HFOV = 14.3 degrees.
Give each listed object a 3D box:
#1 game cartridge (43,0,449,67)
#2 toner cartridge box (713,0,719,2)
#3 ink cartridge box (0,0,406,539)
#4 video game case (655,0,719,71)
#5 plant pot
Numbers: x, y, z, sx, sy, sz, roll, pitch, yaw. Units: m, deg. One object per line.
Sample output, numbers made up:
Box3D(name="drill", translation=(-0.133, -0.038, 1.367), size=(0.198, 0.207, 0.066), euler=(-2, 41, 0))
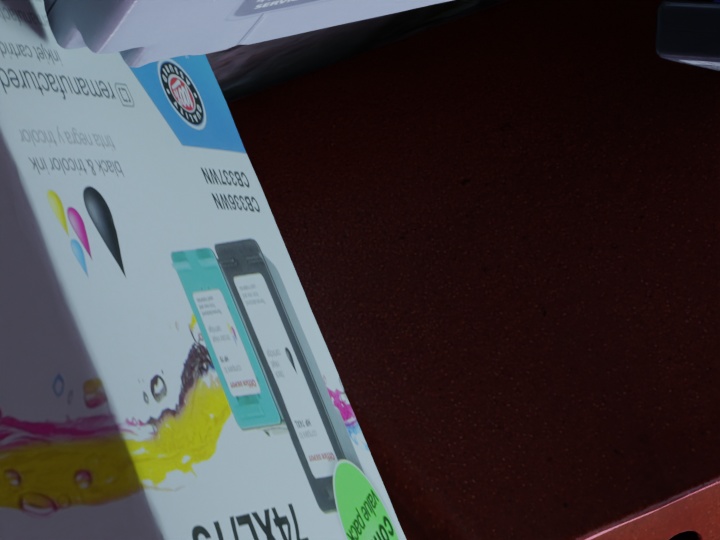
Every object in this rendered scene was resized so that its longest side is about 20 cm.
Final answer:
Box3D(name="game cartridge", translation=(0.040, -0.095, 0.613), size=(0.199, 0.042, 0.133), euler=(-14, 165, -23))
Box3D(name="toner cartridge box", translation=(0.151, -0.122, 0.788), size=(0.094, 0.043, 0.200), euler=(-23, 173, -6))
Box3D(name="ink cartridge box", translation=(-0.090, 0.051, 0.669), size=(0.145, 0.201, 0.147), euler=(-25, 173, 17))
Box3D(name="video game case", translation=(0.179, -0.060, 0.836), size=(0.142, 0.019, 0.200), euler=(5, -177, 20))
Box3D(name="plant pot", translation=(0.058, 0.051, 0.906), size=(0.199, 0.177, 0.201), euler=(-21, 139, -14))
